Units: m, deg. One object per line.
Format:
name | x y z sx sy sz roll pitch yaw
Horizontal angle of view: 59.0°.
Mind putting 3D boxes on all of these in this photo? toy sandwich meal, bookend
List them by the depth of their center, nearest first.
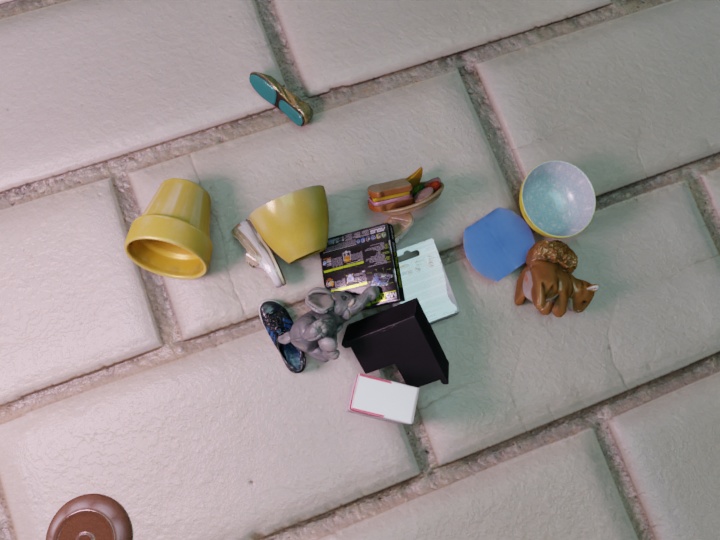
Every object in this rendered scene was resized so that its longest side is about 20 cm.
bookend | 0.089 0.202 1.553 0.196 0.092 0.202 -23 109 18
toy sandwich meal | 0.110 -0.202 1.599 0.202 0.205 0.071 -24 111 -8

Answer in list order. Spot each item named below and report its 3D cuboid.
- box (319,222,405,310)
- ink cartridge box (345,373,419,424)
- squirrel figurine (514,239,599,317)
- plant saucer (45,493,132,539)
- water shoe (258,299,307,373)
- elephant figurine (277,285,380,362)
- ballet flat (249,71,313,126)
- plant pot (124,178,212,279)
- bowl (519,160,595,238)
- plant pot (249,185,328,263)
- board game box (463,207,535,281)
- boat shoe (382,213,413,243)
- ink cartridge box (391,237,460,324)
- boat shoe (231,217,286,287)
box | 0.000 0.000 1.580 0.197 0.047 0.197 -14 81 21
ink cartridge box | 0.047 0.303 1.490 0.142 0.200 0.086 14 76 -1
squirrel figurine | 0.507 0.018 1.613 0.183 0.141 0.204 7 83 -10
plant saucer | -0.628 0.621 1.461 0.196 0.037 0.205 1 80 -4
water shoe | -0.186 0.155 1.560 0.071 0.079 0.202 -30 83 -9
elephant figurine | -0.072 0.105 1.511 0.154 0.141 0.202 32 58 -11
ballet flat | -0.206 -0.461 1.687 0.199 0.071 0.071 41 79 4
plant pot | -0.447 -0.108 1.542 0.197 0.202 0.192 9 62 -3
bowl | 0.497 -0.172 1.659 0.196 0.108 0.204 1 79 -5
plant pot | -0.154 -0.102 1.557 0.197 0.200 0.144 -23 88 -8
board game box | 0.356 -0.066 1.666 0.198 0.039 0.159 -32 83 -17
boat shoe | 0.057 -0.077 1.629 0.198 0.069 0.072 -34 73 11
ink cartridge box | 0.146 0.041 1.625 0.160 0.057 0.203 -19 77 -7
boat shoe | -0.255 -0.036 1.597 0.068 0.075 0.202 -29 72 -8
